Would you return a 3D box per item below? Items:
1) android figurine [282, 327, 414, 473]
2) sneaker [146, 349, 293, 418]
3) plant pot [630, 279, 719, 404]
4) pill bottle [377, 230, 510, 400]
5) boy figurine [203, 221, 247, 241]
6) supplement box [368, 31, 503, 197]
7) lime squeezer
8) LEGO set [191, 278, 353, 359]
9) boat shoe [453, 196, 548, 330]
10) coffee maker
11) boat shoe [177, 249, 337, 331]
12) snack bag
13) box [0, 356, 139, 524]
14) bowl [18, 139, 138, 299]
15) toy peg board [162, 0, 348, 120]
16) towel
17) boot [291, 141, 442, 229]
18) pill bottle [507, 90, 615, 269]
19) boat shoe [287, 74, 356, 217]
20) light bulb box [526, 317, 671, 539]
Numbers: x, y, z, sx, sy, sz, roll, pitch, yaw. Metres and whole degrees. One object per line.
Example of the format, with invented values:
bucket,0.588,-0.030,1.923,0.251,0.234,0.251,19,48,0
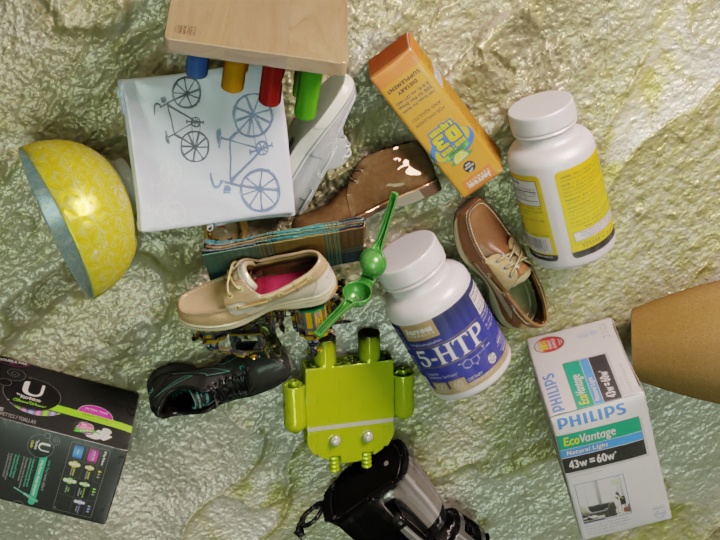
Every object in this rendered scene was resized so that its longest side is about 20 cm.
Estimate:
android figurine,-0.016,0.178,1.804,0.180,0.041,0.202,-4,110,-13
sneaker,-0.185,0.156,1.777,0.198,0.079,0.076,-14,114,2
plant pot,0.453,0.093,1.741,0.198,0.187,0.188,-2,117,13
pill bottle,0.100,0.055,1.722,0.119,0.120,0.201,-27,114,10
boy figurine,-0.179,-0.110,1.659,0.123,0.065,0.202,-3,113,-5
supplement box,0.093,-0.188,1.635,0.066,0.069,0.200,-35,115,15
lime squeezer,0.000,0.000,1.643,0.201,0.038,0.071,-61,143,-10
LEGO set,-0.110,0.076,1.706,0.198,0.154,0.117,-6,116,4
boat shoe,0.188,-0.007,1.711,0.076,0.074,0.201,-44,121,-22
coffee maker,0.050,0.362,1.876,0.191,0.135,0.200,-26,115,35
boat shoe,-0.130,0.016,1.611,0.198,0.074,0.069,-15,139,2
snack bag,-0.180,-0.142,1.585,0.198,0.021,0.190,-10,103,-14
box,-0.405,0.221,1.755,0.198,0.149,0.125,16,113,-11
bowl,-0.319,-0.078,1.613,0.107,0.200,0.201,-27,116,-16
toy peg board,-0.118,-0.261,1.526,0.197,0.201,0.098,6,130,-6
towel,-0.093,-0.024,1.647,0.198,0.147,0.022,-10,75,-4
boot,-0.003,-0.099,1.670,0.199,0.074,0.076,-24,103,-8
pill bottle,0.243,-0.113,1.654,0.110,0.112,0.201,-16,116,4
boat shoe,-0.051,-0.151,1.650,0.071,0.070,0.201,23,117,-25
light bulb box,0.310,0.204,1.761,0.124,0.199,0.201,-15,117,5
